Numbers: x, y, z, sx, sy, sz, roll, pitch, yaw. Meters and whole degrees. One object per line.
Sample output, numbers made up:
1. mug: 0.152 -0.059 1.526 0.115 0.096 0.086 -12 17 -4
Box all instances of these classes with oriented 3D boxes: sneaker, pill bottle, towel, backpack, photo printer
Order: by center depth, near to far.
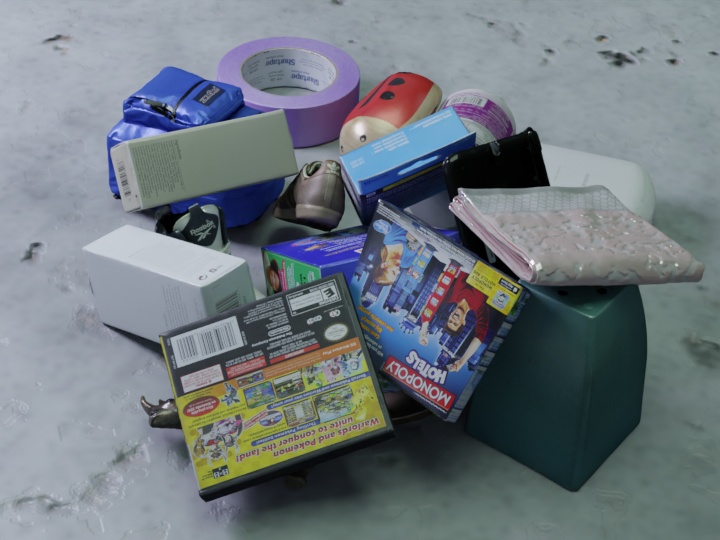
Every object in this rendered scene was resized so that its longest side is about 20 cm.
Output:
1. towel: 0.216 -0.037 1.459 0.200 0.032 0.191 -2 28 -25
2. sneaker: -0.168 -0.008 1.638 0.079 0.130 0.199 -29 47 -33
3. sneaker: -0.052 -0.090 1.710 0.070 0.076 0.200 16 -2 -16
4. backpack: -0.197 -0.148 1.795 0.200 0.168 0.163 22 47 17
5. photo printer: 0.271 -0.087 1.826 0.200 0.070 0.166 14 38 13
6. pill bottle: 0.125 -0.141 1.852 0.112 0.112 0.200 14 39 13

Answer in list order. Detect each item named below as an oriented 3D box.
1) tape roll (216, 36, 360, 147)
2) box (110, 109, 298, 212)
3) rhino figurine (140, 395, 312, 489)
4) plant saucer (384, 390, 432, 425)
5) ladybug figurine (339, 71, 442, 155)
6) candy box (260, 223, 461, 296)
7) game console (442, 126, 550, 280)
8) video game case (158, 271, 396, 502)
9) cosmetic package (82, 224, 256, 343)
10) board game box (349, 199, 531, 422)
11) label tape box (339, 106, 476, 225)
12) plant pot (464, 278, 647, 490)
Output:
1. tape roll: -0.101 -0.252 2.018 0.200 0.066 0.200 3 37 -2
2. box: -0.179 -0.126 1.662 0.200 0.082 0.068 -13 2 -26
3. rhino figurine: -0.135 0.157 1.481 0.200 0.060 0.087 13 42 14
4. plant saucer: 0.040 0.102 1.556 0.200 0.032 0.200 -11 35 8
5. ladybug figurine: 0.035 -0.201 1.908 0.136 0.072 0.200 -26 20 42
6. candy box: 0.000 0.000 1.619 0.169 0.077 0.200 -13 10 -20
7. game console: 0.170 -0.049 1.621 0.176 0.200 0.116 -18 6 -21
8. video game case: -0.085 0.113 1.431 0.200 0.026 0.181 -19 63 1
9. cosmetic package: -0.208 0.023 1.583 0.200 0.102 0.074 18 37 39
10. board game box: 0.053 0.062 1.454 0.200 0.200 0.062 34 8 35
11. label tape box: 0.053 -0.126 1.652 0.143 0.200 0.066 -24 78 -3
12. plant pot: 0.211 0.087 1.486 0.141 0.200 0.141 27 42 28
